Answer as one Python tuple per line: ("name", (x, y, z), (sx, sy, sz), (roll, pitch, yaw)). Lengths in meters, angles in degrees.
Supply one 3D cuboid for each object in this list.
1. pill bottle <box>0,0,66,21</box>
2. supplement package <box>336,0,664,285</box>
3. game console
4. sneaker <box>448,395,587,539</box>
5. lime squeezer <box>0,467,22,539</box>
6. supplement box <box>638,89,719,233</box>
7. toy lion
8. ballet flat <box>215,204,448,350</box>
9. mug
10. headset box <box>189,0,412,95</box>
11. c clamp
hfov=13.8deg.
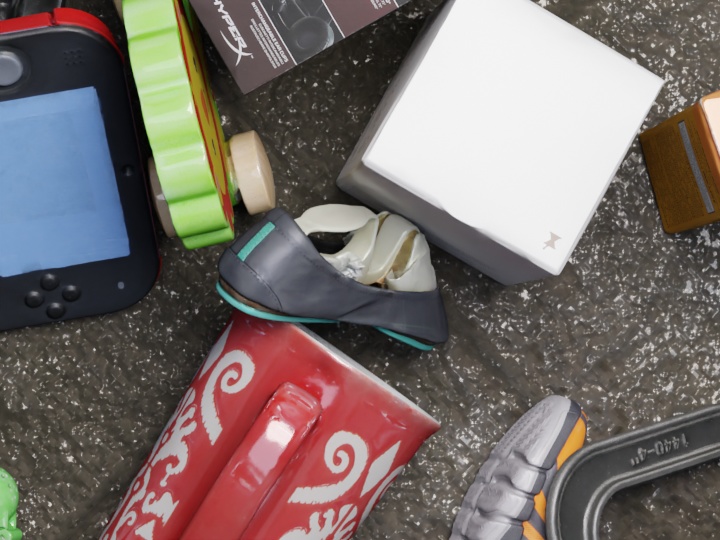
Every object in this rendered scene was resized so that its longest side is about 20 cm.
("pill bottle", (-0.265, -0.140, 1.635), (0.199, 0.112, 0.113), (10, 87, -5))
("supplement package", (0.072, -0.073, 1.615), (0.121, 0.200, 0.120), (30, 86, -4))
("game console", (-0.206, -0.046, 1.620), (0.176, 0.031, 0.201), (-12, 130, -6))
("sneaker", (0.104, 0.177, 1.681), (0.112, 0.078, 0.201), (25, 91, -12))
("lime squeezer", (-0.224, 0.152, 1.666), (0.070, 0.038, 0.201), (-5, 89, -4))
("supplement box", (0.204, -0.064, 1.625), (0.066, 0.200, 0.069), (-20, 87, -5))
("toy lion", (-0.099, -0.107, 1.592), (0.068, 0.192, 0.201), (-13, 79, 2))
("ballet flat", (0.000, 0.000, 1.616), (0.073, 0.200, 0.074), (-6, 80, 34))
("mug", (-0.075, 0.122, 1.620), (0.133, 0.177, 0.200), (35, 90, 31))
("headset box", (0.018, -0.185, 1.582), (0.199, 0.149, 0.077), (-27, 99, 16))
("c clamp", (0.173, 0.169, 1.671), (0.199, 0.027, 0.172), (-22, 94, -32))
